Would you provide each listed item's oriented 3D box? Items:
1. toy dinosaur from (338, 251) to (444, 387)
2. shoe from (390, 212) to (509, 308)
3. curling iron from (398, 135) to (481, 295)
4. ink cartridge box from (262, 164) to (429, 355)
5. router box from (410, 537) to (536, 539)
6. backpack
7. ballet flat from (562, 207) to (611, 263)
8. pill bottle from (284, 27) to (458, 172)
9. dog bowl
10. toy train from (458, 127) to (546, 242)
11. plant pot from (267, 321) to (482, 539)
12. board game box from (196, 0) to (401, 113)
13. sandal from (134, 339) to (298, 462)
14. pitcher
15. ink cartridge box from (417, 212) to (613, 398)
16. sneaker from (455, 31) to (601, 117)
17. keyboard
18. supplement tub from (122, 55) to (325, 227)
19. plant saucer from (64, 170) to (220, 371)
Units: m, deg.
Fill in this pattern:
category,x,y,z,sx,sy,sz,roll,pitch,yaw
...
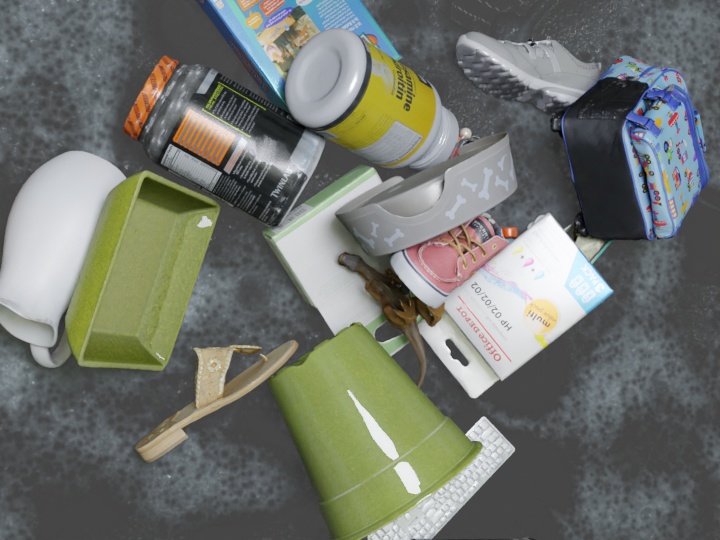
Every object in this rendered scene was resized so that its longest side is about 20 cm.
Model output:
category,x,y,z,sx,sy,sz,roll,pitch,yaw
toy dinosaur,0.051,0.053,1.268,0.060,0.106,0.200,-36,102,-22
shoe,0.097,-0.022,1.185,0.091,0.200,0.072,-43,84,15
curling iron,0.093,-0.063,1.291,0.049,0.026,0.200,29,89,8
ink cartridge box,0.000,0.000,1.306,0.145,0.048,0.200,-35,110,-12
router box,0.132,0.410,1.296,0.149,0.062,0.201,3,88,-15
backpack,0.330,-0.151,1.316,0.200,0.134,0.183,-46,128,-38
ballet flat,0.232,0.007,1.355,0.062,0.067,0.200,38,69,3
pill bottle,0.019,-0.179,1.253,0.200,0.112,0.112,22,80,-46
dog bowl,0.074,-0.077,1.189,0.200,0.200,0.059,-27,98,-13
toy train,0.141,-0.072,1.338,0.200,0.056,0.150,38,79,-8
plant pot,-0.001,0.164,1.225,0.200,0.200,0.190,-32,88,-13
board game box,-0.072,-0.281,1.307,0.152,0.045,0.200,-37,95,-13
sandal,-0.171,0.120,1.242,0.212,0.078,0.070,-37,101,-8
pitcher,-0.315,-0.009,1.201,0.121,0.172,0.200,14,62,13
ink cartridge box,0.169,0.044,1.272,0.200,0.068,0.115,-40,84,4
sneaker,0.203,-0.247,1.362,0.200,0.075,0.082,20,76,-23
keyboard,0.096,0.261,1.329,0.200,0.011,0.056,-44,96,-12
supplement tub,-0.149,-0.144,1.240,0.200,0.123,0.123,30,80,-9
plant saucer,-0.234,0.001,1.184,0.048,0.200,0.201,18,89,16
